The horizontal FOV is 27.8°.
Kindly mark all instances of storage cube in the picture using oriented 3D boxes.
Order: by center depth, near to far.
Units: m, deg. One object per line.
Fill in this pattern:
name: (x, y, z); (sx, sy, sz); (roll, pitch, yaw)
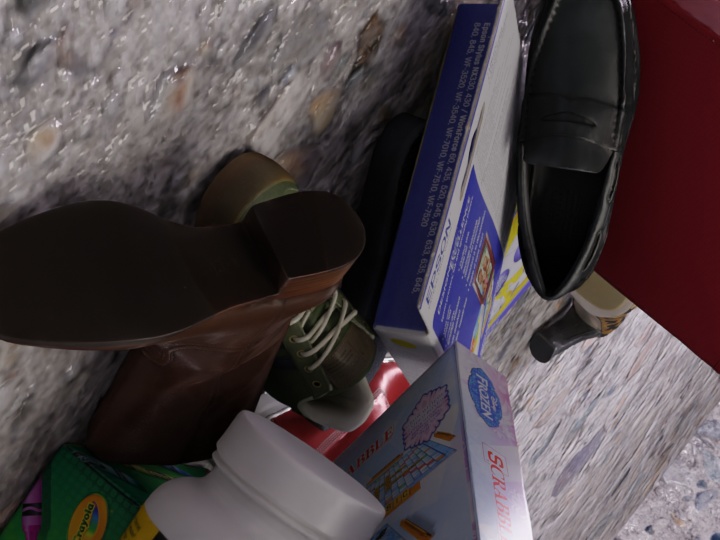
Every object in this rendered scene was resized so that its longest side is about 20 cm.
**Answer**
storage cube: (0.236, -0.075, 0.939); (0.171, 0.180, 0.201); (-28, 154, -51)

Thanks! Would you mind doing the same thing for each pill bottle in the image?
pill bottle: (-0.078, 0.172, 0.683); (0.201, 0.112, 0.112); (-56, 160, -1)

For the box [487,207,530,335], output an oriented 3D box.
box: (0.104, -0.039, 1.046); (0.117, 0.048, 0.201); (-48, 157, -22)

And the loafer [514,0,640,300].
loafer: (0.127, -0.078, 0.855); (0.070, 0.067, 0.202); (-62, 157, -63)

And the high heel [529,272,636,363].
high heel: (0.257, 0.006, 1.421); (0.142, 0.072, 0.200); (-26, 162, -43)

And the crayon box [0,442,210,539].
crayon box: (-0.132, 0.167, 0.798); (0.119, 0.058, 0.200); (-55, 160, -1)

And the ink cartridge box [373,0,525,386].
ink cartridge box: (0.054, -0.042, 0.829); (0.200, 0.047, 0.199); (58, 45, -66)

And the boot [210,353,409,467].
boot: (0.013, 0.124, 0.945); (0.200, 0.144, 0.073); (-24, 142, -58)

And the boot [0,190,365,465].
boot: (-0.107, 0.044, 0.667); (0.185, 0.065, 0.200); (-7, 154, -29)

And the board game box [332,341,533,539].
board game box: (0.004, 0.164, 0.734); (0.200, 0.041, 0.200); (-46, -158, 24)

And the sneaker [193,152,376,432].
sneaker: (-0.027, 0.021, 0.765); (0.067, 0.090, 0.201); (-46, 158, -22)

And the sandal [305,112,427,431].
sandal: (0.000, -0.001, 0.877); (0.076, 0.043, 0.202); (-24, 132, -64)
